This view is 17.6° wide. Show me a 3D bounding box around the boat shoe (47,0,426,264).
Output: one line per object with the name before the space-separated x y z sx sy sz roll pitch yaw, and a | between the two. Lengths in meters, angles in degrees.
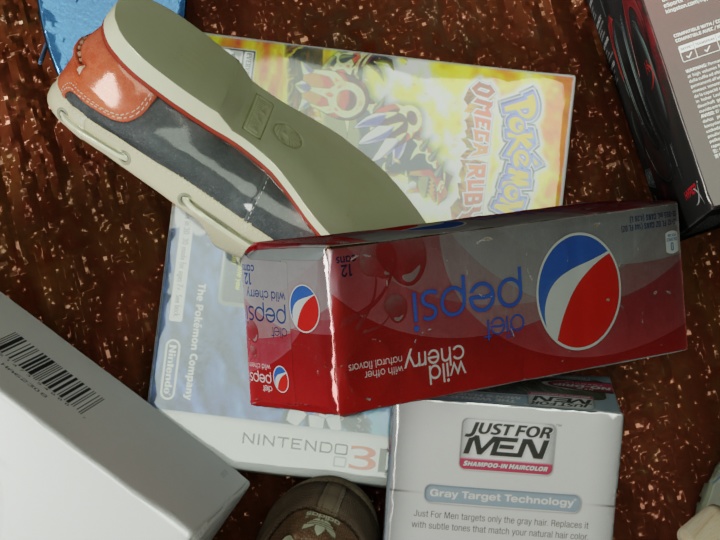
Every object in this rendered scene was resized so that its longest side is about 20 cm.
boat shoe | -0.047 -0.037 1.026 0.200 0.071 0.063 38 121 -10

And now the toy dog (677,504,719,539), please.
toy dog | 0.222 0.155 0.985 0.199 0.096 0.132 31 103 -33

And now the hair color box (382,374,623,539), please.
hair color box | 0.057 0.147 1.027 0.098 0.061 0.202 4 103 0

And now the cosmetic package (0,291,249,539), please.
cosmetic package | -0.190 0.121 1.010 0.199 0.123 0.201 37 100 4

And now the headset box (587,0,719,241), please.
headset box | 0.147 -0.123 1.035 0.074 0.149 0.201 -18 86 -1

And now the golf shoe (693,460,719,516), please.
golf shoe | 0.200 0.088 1.042 0.078 0.097 0.202 13 87 0

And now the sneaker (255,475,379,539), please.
sneaker | -0.044 0.190 1.029 0.070 0.076 0.202 14 98 6

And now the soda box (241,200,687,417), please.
soda box | 0.047 0.013 0.985 0.199 0.063 0.071 -8 96 -37

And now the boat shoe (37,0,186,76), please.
boat shoe | -0.115 -0.163 1.084 0.083 0.069 0.202 -3 83 -5

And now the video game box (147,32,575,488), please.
video game box | 0.000 0.000 1.077 0.181 0.047 0.202 6 85 -1
